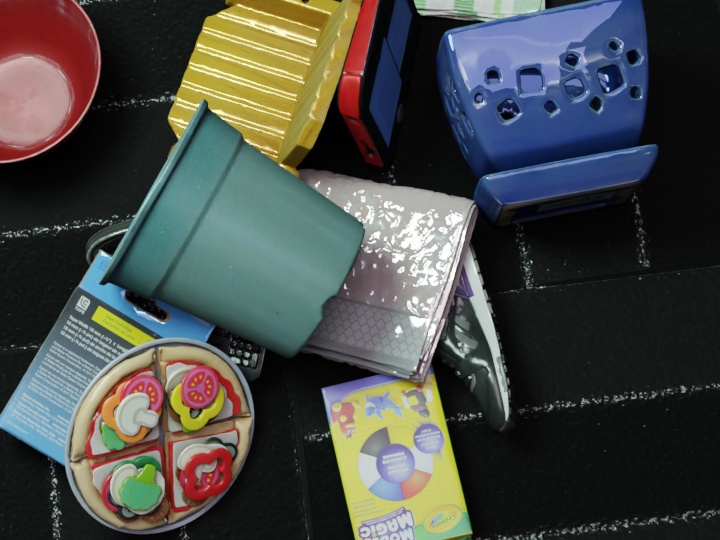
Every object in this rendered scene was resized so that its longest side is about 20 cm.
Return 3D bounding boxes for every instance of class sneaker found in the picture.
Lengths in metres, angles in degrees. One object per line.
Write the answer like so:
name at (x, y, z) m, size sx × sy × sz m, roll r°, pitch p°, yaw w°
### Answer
sneaker at (0.098, 0.075, 1.672) m, size 0.087 × 0.076 × 0.200 m, roll -17°, pitch 69°, yaw 7°

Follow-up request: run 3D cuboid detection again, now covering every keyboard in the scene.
keyboard at (-0.186, 0.042, 1.676) m, size 0.199 × 0.040 × 0.104 m, roll 11°, pitch 84°, yaw 13°

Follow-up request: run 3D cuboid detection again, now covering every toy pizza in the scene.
toy pizza at (-0.187, 0.162, 1.606) m, size 0.200 × 0.032 × 0.201 m, roll -11°, pitch 111°, yaw -30°

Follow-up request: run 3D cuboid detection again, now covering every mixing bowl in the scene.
mixing bowl at (-0.357, -0.191, 1.724) m, size 0.200 × 0.108 × 0.201 m, roll 0°, pitch 76°, yaw 1°

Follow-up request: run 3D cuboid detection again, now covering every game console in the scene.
game console at (0.025, -0.210, 1.672) m, size 0.031 × 0.200 × 0.177 m, roll 13°, pitch 77°, yaw 13°

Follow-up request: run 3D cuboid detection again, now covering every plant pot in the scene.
plant pot at (0.188, -0.149, 1.659) m, size 0.199 × 0.200 × 0.180 m, roll -11°, pitch 83°, yaw -1°
plant pot at (-0.114, -0.027, 1.582) m, size 0.196 × 0.200 × 0.201 m, roll 30°, pitch 78°, yaw -7°

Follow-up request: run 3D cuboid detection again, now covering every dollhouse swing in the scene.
dollhouse swing at (-0.099, -0.203, 1.686) m, size 0.181 × 0.176 × 0.200 m, roll 18°, pitch 78°, yaw 6°

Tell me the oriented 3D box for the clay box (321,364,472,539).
clay box at (0.039, 0.202, 1.646) m, size 0.115 × 0.048 × 0.200 m, roll -14°, pitch 75°, yaw -1°

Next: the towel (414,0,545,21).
towel at (0.101, -0.339, 1.793) m, size 0.199 × 0.023 × 0.153 m, roll 4°, pitch 75°, yaw 3°

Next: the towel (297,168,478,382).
towel at (0.000, 0.000, 1.677) m, size 0.200 × 0.032 × 0.191 m, roll 12°, pitch 77°, yaw 23°

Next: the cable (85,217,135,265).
cable at (-0.184, -0.048, 1.693) m, size 0.200 × 0.097 × 0.050 m, roll -18°, pitch 50°, yaw -5°

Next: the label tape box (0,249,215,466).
label tape box at (-0.244, 0.103, 1.657) m, size 0.144 × 0.063 × 0.200 m, roll 31°, pitch 87°, yaw 8°
